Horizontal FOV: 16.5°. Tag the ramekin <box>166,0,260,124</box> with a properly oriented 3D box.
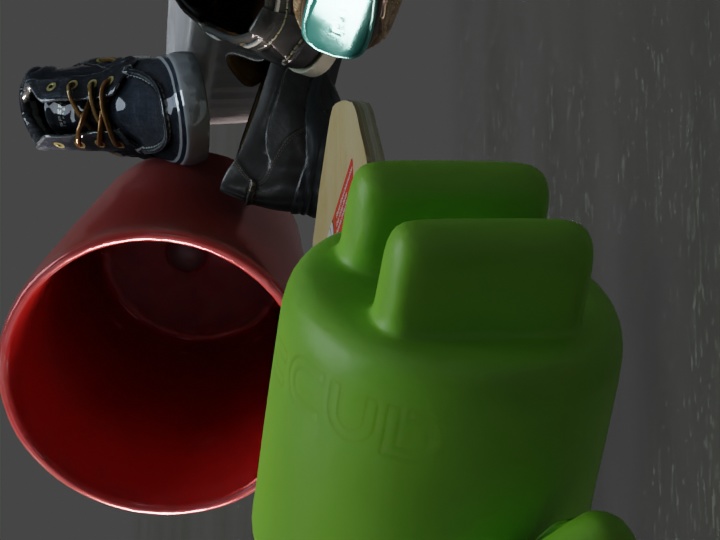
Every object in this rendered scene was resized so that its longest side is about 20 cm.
[{"bbox_3d":[-0.074,-0.190,1.656,0.202,0.094,0.204,-175,90,-80],"label":"ramekin"}]

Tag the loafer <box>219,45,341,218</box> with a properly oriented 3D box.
[{"bbox_3d":[-0.046,-0.130,1.514,0.073,0.072,0.201,110,163,-63],"label":"loafer"}]

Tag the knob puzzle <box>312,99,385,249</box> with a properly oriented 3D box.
[{"bbox_3d":[0.000,0.000,1.296,0.220,0.030,0.221,-176,90,-81],"label":"knob puzzle"}]

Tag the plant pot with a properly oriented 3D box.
[{"bbox_3d":[-0.116,0.024,1.563,0.178,0.199,0.201,-81,0,-62],"label":"plant pot"}]

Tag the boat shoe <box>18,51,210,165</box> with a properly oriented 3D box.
[{"bbox_3d":[-0.158,-0.099,1.578,0.200,0.090,0.071,-163,65,-71],"label":"boat shoe"}]

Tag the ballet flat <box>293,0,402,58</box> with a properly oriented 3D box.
[{"bbox_3d":[0.004,-0.182,1.261,0.200,0.070,0.066,121,167,-63],"label":"ballet flat"}]

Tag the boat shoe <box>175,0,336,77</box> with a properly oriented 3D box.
[{"bbox_3d":[-0.086,-0.181,1.485,0.200,0.067,0.072,41,116,45],"label":"boat shoe"}]

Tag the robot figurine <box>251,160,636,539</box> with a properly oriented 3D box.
[{"bbox_3d":[0.024,0.063,0.847,0.176,0.115,0.201,-123,37,-56],"label":"robot figurine"}]
